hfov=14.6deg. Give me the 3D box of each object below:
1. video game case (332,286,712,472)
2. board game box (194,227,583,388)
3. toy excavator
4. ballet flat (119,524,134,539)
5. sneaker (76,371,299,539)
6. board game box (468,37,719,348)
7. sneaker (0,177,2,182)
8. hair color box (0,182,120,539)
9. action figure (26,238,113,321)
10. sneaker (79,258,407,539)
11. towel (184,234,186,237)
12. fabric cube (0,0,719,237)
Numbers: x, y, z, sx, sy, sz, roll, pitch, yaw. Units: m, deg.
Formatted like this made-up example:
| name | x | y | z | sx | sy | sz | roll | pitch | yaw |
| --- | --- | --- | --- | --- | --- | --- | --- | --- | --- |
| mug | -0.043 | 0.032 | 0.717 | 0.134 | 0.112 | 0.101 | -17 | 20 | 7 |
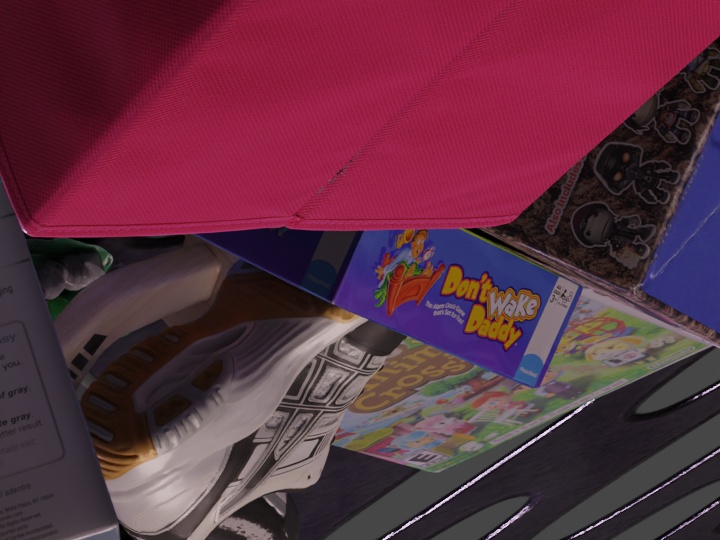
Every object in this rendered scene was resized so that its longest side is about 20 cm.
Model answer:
| name | x | y | z | sx | sy | sz | roll | pitch | yaw |
| --- | --- | --- | --- | --- | --- | --- | --- | --- | --- |
| video game case | 0.059 | 0.037 | 1.307 | 0.199 | 0.022 | 0.182 | -27 | 152 | 30 |
| board game box | -0.030 | -0.024 | 1.091 | 0.134 | 0.199 | 0.045 | 24 | 92 | -50 |
| toy excavator | -0.149 | 0.055 | 1.209 | 0.200 | 0.100 | 0.194 | -50 | 151 | 16 |
| ballet flat | -0.096 | 0.103 | 1.202 | 0.200 | 0.057 | 0.067 | -40 | 145 | -29 |
| sneaker | -0.129 | 0.118 | 1.354 | 0.199 | 0.116 | 0.075 | 31 | 140 | -13 |
| board game box | 0.066 | -0.058 | 1.077 | 0.097 | 0.199 | 0.159 | -65 | 153 | 0 |
| sneaker | -0.160 | -0.080 | 0.928 | 0.083 | 0.121 | 0.200 | -17 | 160 | -9 |
| hair color box | -0.169 | 0.033 | 1.094 | 0.098 | 0.201 | 0.061 | -17 | 160 | -9 |
| action figure | -0.173 | 0.020 | 1.274 | 0.199 | 0.055 | 0.118 | -5 | 141 | -51 |
| sneaker | -0.030 | 0.043 | 1.188 | 0.199 | 0.076 | 0.088 | -35 | 130 | -18 |
| towel | -0.055 | -0.053 | 1.263 | 0.086 | 0.018 | 0.200 | -27 | 159 | 3 |
| fabric cube | 0.000 | -0.144 | 0.813 | 0.199 | 0.197 | 0.199 | -2 | 152 | -40 |
